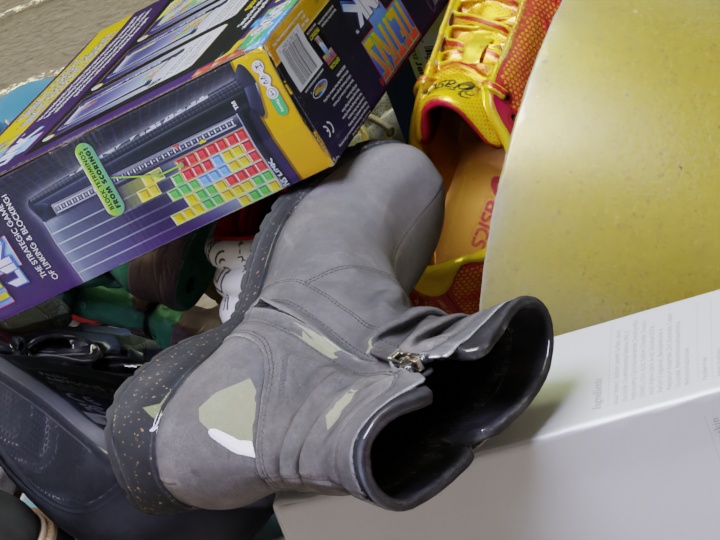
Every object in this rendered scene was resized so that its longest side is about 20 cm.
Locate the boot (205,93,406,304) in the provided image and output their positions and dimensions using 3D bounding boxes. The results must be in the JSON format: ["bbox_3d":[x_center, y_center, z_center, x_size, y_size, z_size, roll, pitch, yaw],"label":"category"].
[{"bbox_3d":[-0.015,-0.065,1.360,0.155,0.072,0.200,-46,-9,-16],"label":"boot"}]

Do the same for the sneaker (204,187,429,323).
[{"bbox_3d":[0.001,0.000,1.203,0.067,0.108,0.201,-7,14,25],"label":"sneaker"}]

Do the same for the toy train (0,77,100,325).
[{"bbox_3d":[-0.213,-0.019,1.514,0.199,0.116,0.085,-16,23,13],"label":"toy train"}]

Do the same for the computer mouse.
[{"bbox_3d":[-0.105,0.076,1.198,0.138,0.053,0.200,16,9,-36],"label":"computer mouse"}]

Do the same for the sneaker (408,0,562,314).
[{"bbox_3d":[0.058,-0.078,1.174,0.073,0.077,0.201,-1,71,27],"label":"sneaker"}]

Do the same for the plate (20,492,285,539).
[{"bbox_3d":[-0.052,0.084,1.263,0.200,0.026,0.200,-17,24,8],"label":"plate"}]

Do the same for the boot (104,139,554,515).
[{"bbox_3d":[0.015,0.021,1.022,0.131,0.070,0.200,-4,35,37],"label":"boot"}]

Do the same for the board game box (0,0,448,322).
[{"bbox_3d":[-0.062,-0.069,1.171,0.165,0.057,0.200,-25,15,27],"label":"board game box"}]

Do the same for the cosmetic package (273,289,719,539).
[{"bbox_3d":[0.081,0.085,1.035,0.199,0.113,0.081,-14,23,14],"label":"cosmetic package"}]

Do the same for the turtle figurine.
[{"bbox_3d":[-0.144,-0.014,1.330,0.200,0.150,0.101,19,84,25],"label":"turtle figurine"}]

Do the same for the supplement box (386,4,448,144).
[{"bbox_3d":[0.125,-0.112,1.315,0.199,0.200,0.134,-4,30,34],"label":"supplement box"}]

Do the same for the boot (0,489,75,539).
[{"bbox_3d":[-0.218,0.087,1.228,0.200,0.138,0.078,-12,39,44],"label":"boot"}]

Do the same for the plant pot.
[{"bbox_3d":[0.146,-0.016,1.137,0.142,0.200,0.200,14,35,18],"label":"plant pot"}]

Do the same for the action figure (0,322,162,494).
[{"bbox_3d":[-0.184,0.062,1.387,0.199,0.105,0.194,-1,24,-19],"label":"action figure"}]
